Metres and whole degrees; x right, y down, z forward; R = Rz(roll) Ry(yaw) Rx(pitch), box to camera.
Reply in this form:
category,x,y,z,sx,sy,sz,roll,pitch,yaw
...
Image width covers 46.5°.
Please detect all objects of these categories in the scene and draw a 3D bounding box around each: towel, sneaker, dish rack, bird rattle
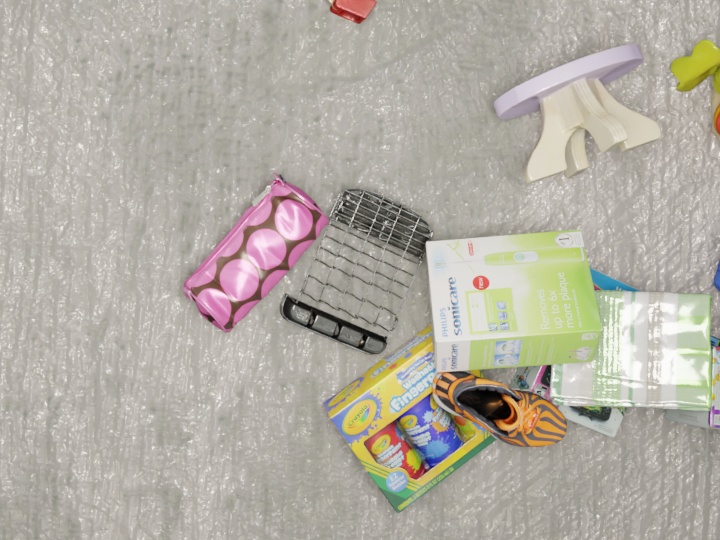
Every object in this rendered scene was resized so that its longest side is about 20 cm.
category,x,y,z,sx,sy,sz,roll,pitch,yaw
towel,0.340,0.100,1.063,0.198,0.031,0.151,0,85,22
sneaker,0.189,0.185,1.048,0.198,0.112,0.078,20,89,-17
dish rack,0.000,0.000,1.090,0.152,0.055,0.202,23,91,-14
bird rattle,0.503,-0.219,1.088,0.111,0.201,0.164,-19,126,-4

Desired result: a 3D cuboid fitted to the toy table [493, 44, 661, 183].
category,x,y,z,sx,sy,sz,roll,pitch,yaw
toy table,0.280,-0.194,1.059,0.198,0.184,0.118,-20,85,5

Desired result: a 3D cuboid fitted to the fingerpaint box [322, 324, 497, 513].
category,x,y,z,sx,sy,sz,roll,pitch,yaw
fingerpaint box,0.078,0.192,1.120,0.199,0.073,0.168,-35,103,-5

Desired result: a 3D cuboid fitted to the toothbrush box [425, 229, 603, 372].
category,x,y,z,sx,sy,sz,roll,pitch,yaw
toothbrush box,0.185,0.038,1.044,0.197,0.086,0.147,-4,57,4

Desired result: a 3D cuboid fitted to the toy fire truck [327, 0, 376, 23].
category,x,y,z,sx,sy,sz,roll,pitch,yaw
toy fire truck,-0.045,-0.415,1.023,0.199,0.049,0.142,32,92,-13

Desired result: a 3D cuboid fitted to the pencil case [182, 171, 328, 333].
category,x,y,z,sx,sy,sz,roll,pitch,yaw
pencil case,-0.136,-0.022,1.045,0.200,0.091,0.094,-50,133,-1

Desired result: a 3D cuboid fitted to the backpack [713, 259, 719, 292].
category,x,y,z,sx,sy,sz,roll,pitch,yaw
backpack,0.595,0.020,1.146,0.198,0.163,0.170,11,99,-13

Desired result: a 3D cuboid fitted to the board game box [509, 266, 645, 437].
category,x,y,z,sx,sy,sz,roll,pitch,yaw
board game box,0.317,0.107,1.158,0.146,0.064,0.202,22,92,-12

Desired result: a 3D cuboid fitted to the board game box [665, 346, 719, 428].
category,x,y,z,sx,sy,sz,roll,pitch,yaw
board game box,0.520,0.156,1.100,0.197,0.105,0.104,5,86,-11

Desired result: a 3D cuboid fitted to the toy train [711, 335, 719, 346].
category,x,y,z,sx,sy,sz,roll,pitch,yaw
toy train,0.525,0.165,1.195,0.198,0.087,0.115,21,88,-12
